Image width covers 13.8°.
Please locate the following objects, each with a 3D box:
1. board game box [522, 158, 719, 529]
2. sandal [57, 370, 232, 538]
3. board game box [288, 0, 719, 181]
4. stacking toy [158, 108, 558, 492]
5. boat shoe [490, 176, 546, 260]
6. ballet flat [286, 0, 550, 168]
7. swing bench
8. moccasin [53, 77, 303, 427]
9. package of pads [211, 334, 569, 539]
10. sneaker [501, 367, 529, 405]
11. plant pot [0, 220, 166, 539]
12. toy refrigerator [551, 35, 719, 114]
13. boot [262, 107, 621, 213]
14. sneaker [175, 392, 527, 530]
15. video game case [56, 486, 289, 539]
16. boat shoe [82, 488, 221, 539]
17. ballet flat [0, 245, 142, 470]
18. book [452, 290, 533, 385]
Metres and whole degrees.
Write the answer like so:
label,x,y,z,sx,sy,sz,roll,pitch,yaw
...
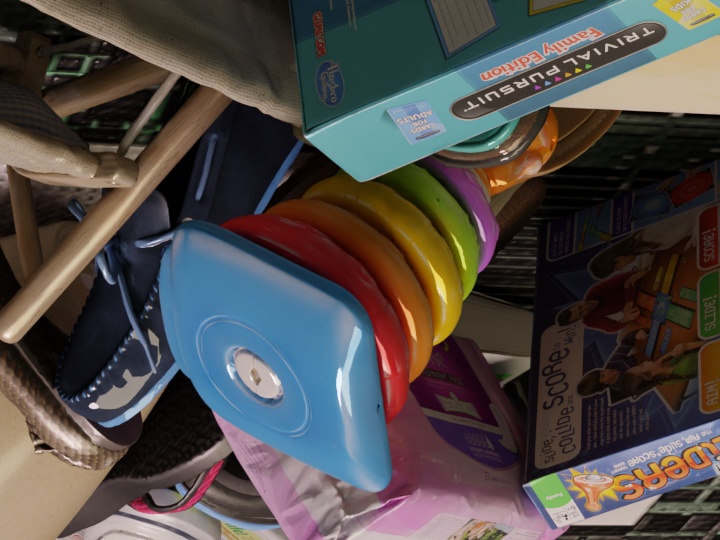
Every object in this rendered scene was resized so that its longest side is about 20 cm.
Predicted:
label,x,y,z,sx,sy,sz,roll,pitch,yaw
board game box,0.148,0.028,1.449,0.135,0.200,0.034,-20,124,21
sandal,-0.099,0.092,1.501,0.045,0.075,0.200,30,148,-21
board game box,0.066,-0.140,1.152,0.200,0.151,0.047,-21,147,23
stacking toy,0.018,-0.015,1.266,0.200,0.110,0.116,-43,143,-31
boat shoe,-0.002,0.000,1.483,0.202,0.075,0.075,-41,172,12
ballet flat,0.030,-0.086,1.241,0.068,0.200,0.068,27,95,-41
swing bench,-0.153,-0.090,1.219,0.200,0.130,0.199,-32,144,28
moccasin,-0.090,-0.030,1.332,0.068,0.200,0.080,29,176,-37
package of pads,0.013,0.080,1.387,0.076,0.121,0.200,-35,159,17
sneaker,0.104,0.075,1.668,0.085,0.077,0.200,9,159,-39
plant pot,-0.194,0.069,1.474,0.200,0.187,0.187,-35,145,17
toy refrigerator,0.151,-0.118,1.302,0.200,0.076,0.070,2,150,-19
boot,0.024,-0.050,1.399,0.200,0.074,0.155,-29,179,-17
sneaker,-0.003,0.087,1.564,0.199,0.071,0.083,-3,148,-16
video game case,-0.153,0.120,1.671,0.182,0.022,0.200,-2,155,22
boat shoe,-0.119,0.166,1.623,0.073,0.067,0.200,17,163,1
ballet flat,-0.178,0.014,1.367,0.046,0.067,0.200,-33,102,31
book,-0.009,0.066,1.637,0.133,0.048,0.200,13,147,-37
